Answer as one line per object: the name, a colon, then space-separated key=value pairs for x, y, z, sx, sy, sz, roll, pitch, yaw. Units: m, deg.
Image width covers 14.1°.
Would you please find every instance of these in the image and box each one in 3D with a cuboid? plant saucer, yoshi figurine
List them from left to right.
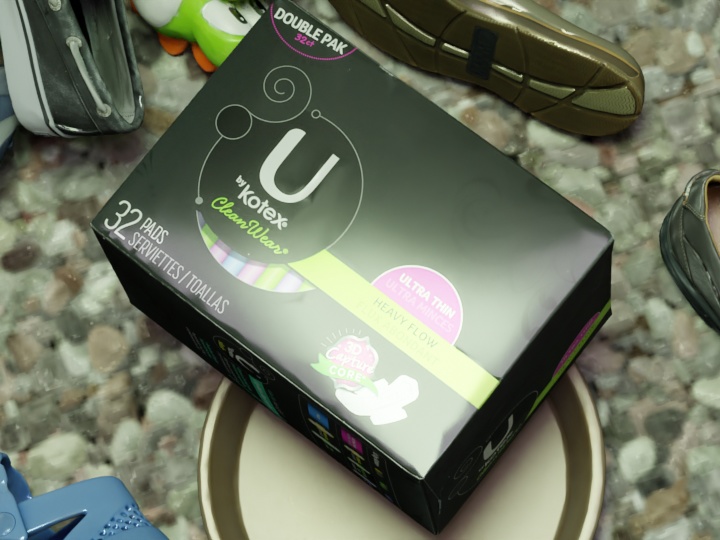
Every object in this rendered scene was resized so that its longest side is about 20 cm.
yoshi figurine: x=-0.101 y=-0.194 z=1.474 sx=0.112 sy=0.112 sz=0.200 roll=-40 pitch=78 yaw=-15
plant saucer: x=0.020 y=0.098 z=1.417 sx=0.199 sy=0.029 sz=0.201 roll=-1 pitch=74 yaw=4

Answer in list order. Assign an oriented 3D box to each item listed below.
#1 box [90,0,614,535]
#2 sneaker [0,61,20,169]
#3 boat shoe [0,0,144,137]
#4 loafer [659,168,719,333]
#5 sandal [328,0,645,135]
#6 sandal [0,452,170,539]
box: x=0.000 y=0.000 z=1.370 sx=0.200 sy=0.124 sz=0.149 roll=36 pitch=79 yaw=15
sneaker: x=-0.216 y=-0.025 z=1.461 sx=0.200 sy=0.070 sz=0.082 roll=-44 pitch=97 yaw=-10
boat shoe: x=-0.145 y=-0.159 z=1.405 sx=0.068 sy=0.074 sz=0.201 roll=2 pitch=109 yaw=29
loafer: x=0.217 y=0.035 z=1.398 sx=0.073 sy=0.072 sz=0.200 roll=-41 pitch=76 yaw=-9
sandal: x=0.058 y=-0.135 z=1.463 sx=0.199 sy=0.080 sz=0.054 roll=27 pitch=58 yaw=5
sandal: x=-0.127 y=0.136 z=1.385 sx=0.199 sy=0.080 sz=0.088 roll=9 pitch=66 yaw=15
